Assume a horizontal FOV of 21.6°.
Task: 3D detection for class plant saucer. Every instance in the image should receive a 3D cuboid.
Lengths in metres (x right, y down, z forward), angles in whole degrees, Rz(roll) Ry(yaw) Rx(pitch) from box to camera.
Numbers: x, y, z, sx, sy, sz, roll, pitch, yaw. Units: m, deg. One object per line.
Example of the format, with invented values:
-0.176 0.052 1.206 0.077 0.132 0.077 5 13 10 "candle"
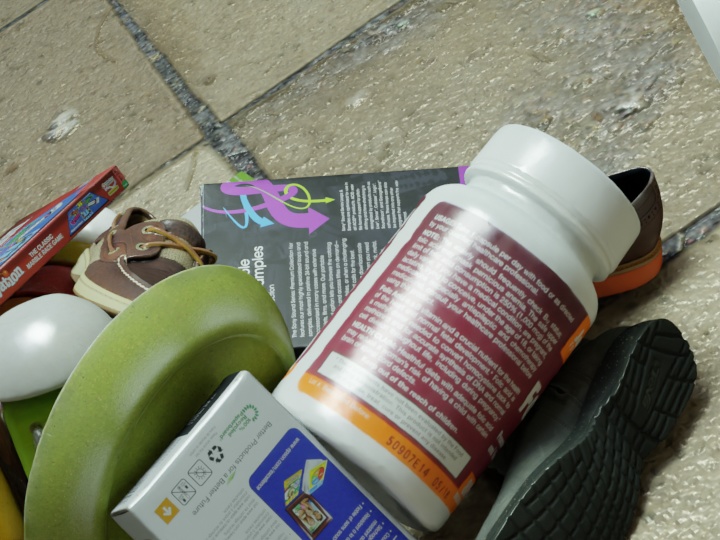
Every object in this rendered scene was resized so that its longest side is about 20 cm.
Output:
-0.092 0.096 0.982 0.031 0.200 0.200 23 59 31 "plant saucer"

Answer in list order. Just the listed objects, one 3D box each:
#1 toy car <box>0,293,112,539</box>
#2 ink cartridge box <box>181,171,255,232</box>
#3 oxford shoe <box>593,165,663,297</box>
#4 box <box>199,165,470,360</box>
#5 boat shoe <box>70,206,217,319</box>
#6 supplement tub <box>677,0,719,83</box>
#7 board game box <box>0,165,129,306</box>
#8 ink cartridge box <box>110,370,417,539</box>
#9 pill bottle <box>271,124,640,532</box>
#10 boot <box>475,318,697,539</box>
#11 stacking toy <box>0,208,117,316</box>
-0.187 0.102 1.085 0.199 0.176 0.150 -17 14 13 "toy car"
-0.114 0.039 1.275 0.200 0.076 0.148 -37 31 -11 "ink cartridge box"
0.085 -0.015 1.103 0.199 0.073 0.071 -18 41 -19 "oxford shoe"
0.000 0.000 1.172 0.199 0.036 0.143 -3 48 -1 "box"
-0.125 -0.002 1.130 0.072 0.072 0.200 -57 16 0 "boat shoe"
0.300 -0.196 1.174 0.200 0.145 0.145 -27 31 8 "supplement tub"
-0.232 0.003 1.192 0.103 0.019 0.200 -27 15 35 "board game box"
-0.022 0.153 0.943 0.095 0.200 0.037 -49 9 -26 "ink cartridge box"
0.053 0.028 1.003 0.200 0.114 0.114 -52 35 -12 "pill bottle"
0.092 0.107 1.032 0.130 0.068 0.200 -9 36 52 "boot"
-0.195 0.028 1.258 0.146 0.146 0.200 -14 40 27 "stacking toy"
